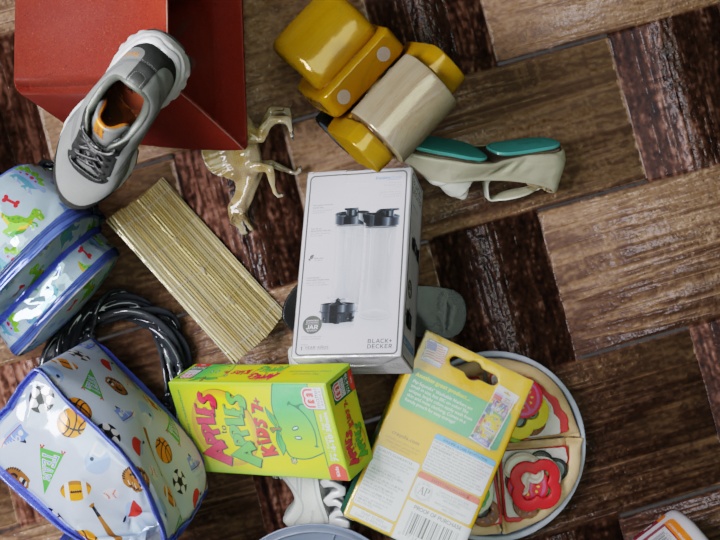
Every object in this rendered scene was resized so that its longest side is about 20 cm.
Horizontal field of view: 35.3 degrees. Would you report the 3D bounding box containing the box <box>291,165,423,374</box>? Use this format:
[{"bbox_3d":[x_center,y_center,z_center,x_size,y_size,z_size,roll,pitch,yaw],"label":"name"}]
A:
[{"bbox_3d":[0.000,0.000,1.139,0.115,0.060,0.202,-3,69,16],"label":"box"}]

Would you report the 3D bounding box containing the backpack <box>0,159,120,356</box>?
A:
[{"bbox_3d":[-0.330,-0.012,1.103,0.147,0.200,0.183,44,87,-1],"label":"backpack"}]

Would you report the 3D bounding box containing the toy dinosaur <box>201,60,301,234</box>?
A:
[{"bbox_3d":[-0.120,-0.142,1.184,0.100,0.058,0.202,-11,90,-1],"label":"toy dinosaur"}]

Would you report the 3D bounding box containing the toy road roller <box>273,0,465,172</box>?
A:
[{"bbox_3d":[-0.003,-0.196,1.121,0.123,0.200,0.146,-47,113,-1],"label":"toy road roller"}]

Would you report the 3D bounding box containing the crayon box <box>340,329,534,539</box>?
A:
[{"bbox_3d":[0.077,0.178,1.141,0.125,0.052,0.202,25,84,-3],"label":"crayon box"}]

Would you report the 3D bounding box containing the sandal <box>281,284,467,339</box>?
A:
[{"bbox_3d":[0.016,0.038,1.194,0.198,0.045,0.076,2,90,-2],"label":"sandal"}]

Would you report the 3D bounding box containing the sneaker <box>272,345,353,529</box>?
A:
[{"bbox_3d":[-0.059,0.176,1.180,0.080,0.075,0.202,-9,90,7],"label":"sneaker"}]

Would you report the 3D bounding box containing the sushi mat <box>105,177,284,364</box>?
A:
[{"bbox_3d":[-0.169,-0.001,1.175,0.200,0.096,0.012,48,132,-1],"label":"sushi mat"}]

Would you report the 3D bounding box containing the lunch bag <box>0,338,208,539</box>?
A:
[{"bbox_3d":[-0.242,0.182,1.078,0.200,0.170,0.124,41,100,-1],"label":"lunch bag"}]

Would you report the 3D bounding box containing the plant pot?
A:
[{"bbox_3d":[-0.228,-0.230,1.107,0.174,0.200,0.202,-6,76,13],"label":"plant pot"}]

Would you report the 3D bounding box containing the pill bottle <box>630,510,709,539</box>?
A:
[{"bbox_3d":[0.284,0.350,1.170,0.199,0.113,0.113,-36,91,-1],"label":"pill bottle"}]

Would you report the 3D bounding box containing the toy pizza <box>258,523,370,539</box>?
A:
[{"bbox_3d":[-0.051,0.355,1.186,0.198,0.032,0.203,-1,103,-4],"label":"toy pizza"}]

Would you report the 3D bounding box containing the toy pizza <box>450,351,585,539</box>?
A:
[{"bbox_3d":[0.142,0.188,1.198,0.198,0.032,0.203,0,90,-2],"label":"toy pizza"}]

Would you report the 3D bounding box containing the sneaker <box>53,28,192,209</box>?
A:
[{"bbox_3d":[-0.222,-0.121,0.975,0.074,0.080,0.200,36,129,-8],"label":"sneaker"}]

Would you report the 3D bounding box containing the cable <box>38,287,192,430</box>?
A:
[{"bbox_3d":[-0.258,0.119,1.185,0.161,0.051,0.202,-4,94,2],"label":"cable"}]

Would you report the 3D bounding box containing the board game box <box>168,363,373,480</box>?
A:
[{"bbox_3d":[-0.092,0.148,1.122,0.198,0.048,0.103,-4,109,34],"label":"board game box"}]

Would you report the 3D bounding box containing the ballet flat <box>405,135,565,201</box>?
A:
[{"bbox_3d":[0.124,-0.103,1.175,0.198,0.069,0.070,-1,90,-21],"label":"ballet flat"}]
